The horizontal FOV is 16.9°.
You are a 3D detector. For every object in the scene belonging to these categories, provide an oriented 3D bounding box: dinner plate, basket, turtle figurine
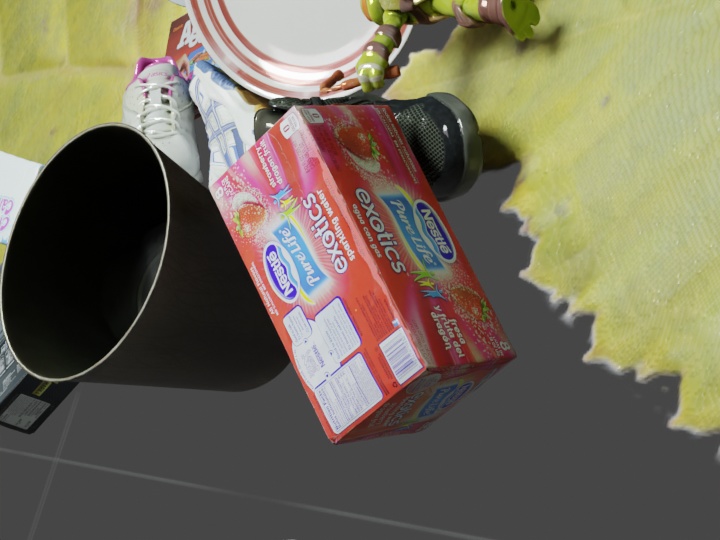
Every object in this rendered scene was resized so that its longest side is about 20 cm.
[{"bbox_3d":[-0.042,-0.224,1.811,0.200,0.024,0.201,4,101,22],"label":"dinner plate"},{"bbox_3d":[-0.134,0.010,1.701,0.136,0.200,0.181,13,84,34],"label":"basket"},{"bbox_3d":[0.059,-0.197,1.674,0.161,0.064,0.200,-4,35,40],"label":"turtle figurine"}]

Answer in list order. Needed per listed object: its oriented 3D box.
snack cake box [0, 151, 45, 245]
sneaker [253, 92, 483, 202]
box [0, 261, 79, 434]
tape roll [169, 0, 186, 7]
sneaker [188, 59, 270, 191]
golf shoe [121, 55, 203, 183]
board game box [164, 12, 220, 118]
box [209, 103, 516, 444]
[{"bbox_3d":[-0.192,-0.024,1.834,0.115,0.200,0.067,21,88,59],"label":"snack cake box"},{"bbox_3d":[0.000,-0.082,1.655,0.199,0.114,0.076,16,115,59],"label":"sneaker"},{"bbox_3d":[-0.248,0.018,2.036,0.200,0.051,0.158,-45,37,32],"label":"box"},{"bbox_3d":[-0.097,-0.300,1.903,0.200,0.066,0.201,-3,85,38],"label":"tape roll"},{"bbox_3d":[-0.096,-0.095,1.858,0.088,0.075,0.200,-61,31,10],"label":"sneaker"},{"bbox_3d":[-0.163,-0.113,1.908,0.200,0.075,0.092,-112,19,-71],"label":"golf shoe"},{"bbox_3d":[-0.102,-0.189,1.982,0.200,0.019,0.103,-23,51,49],"label":"board game box"},{"bbox_3d":[0.000,0.000,1.560,0.100,0.095,0.200,-41,66,35],"label":"box"}]
